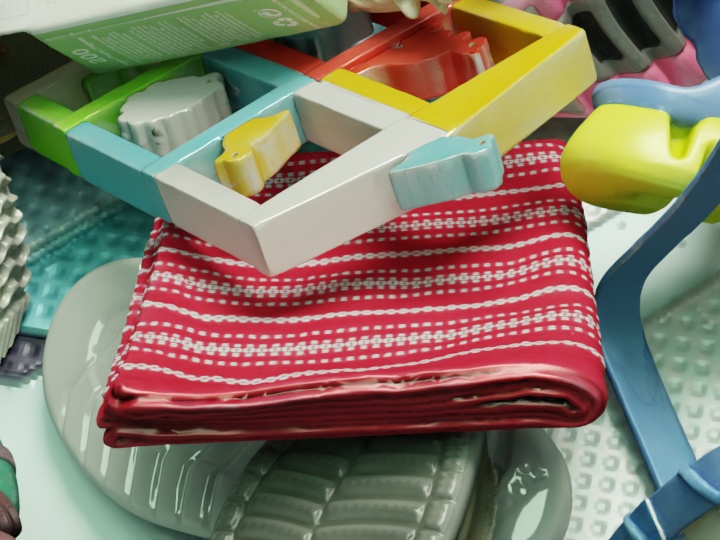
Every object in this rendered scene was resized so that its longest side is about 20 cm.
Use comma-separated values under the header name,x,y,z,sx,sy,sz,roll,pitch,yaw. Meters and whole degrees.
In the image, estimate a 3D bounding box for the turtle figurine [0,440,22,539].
name,x,y,z,sx,sy,sz,roll,pitch,yaw
turtle figurine,-0.119,0.119,0.736,0.200,0.101,0.150,17,78,4

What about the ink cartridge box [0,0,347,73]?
name,x,y,z,sx,sy,sz,roll,pitch,yaw
ink cartridge box,-0.100,-0.140,0.840,0.200,0.048,0.146,-9,71,28

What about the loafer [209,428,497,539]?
name,x,y,z,sx,sy,sz,roll,pitch,yaw
loafer,-0.009,0.120,0.691,0.075,0.070,0.200,6,59,29

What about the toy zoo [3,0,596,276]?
name,x,y,z,sx,sy,sz,roll,pitch,yaw
toy zoo,-0.016,-0.055,0.797,0.131,0.020,0.200,-32,32,-23

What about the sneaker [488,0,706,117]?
name,x,y,z,sx,sy,sz,roll,pitch,yaw
sneaker,0.110,-0.131,0.871,0.200,0.079,0.095,-37,40,-14

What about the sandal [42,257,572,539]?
name,x,y,z,sx,sy,sz,roll,pitch,yaw
sandal,-0.021,0.058,0.785,0.203,0.050,0.082,23,81,32

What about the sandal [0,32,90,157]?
name,x,y,z,sx,sy,sz,roll,pitch,yaw
sandal,-0.190,-0.090,0.889,0.200,0.054,0.080,16,64,17

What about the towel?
name,x,y,z,sx,sy,sz,roll,pitch,yaw
towel,0.000,0.000,0.760,0.145,0.022,0.200,-2,24,3

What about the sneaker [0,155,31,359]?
name,x,y,z,sx,sy,sz,roll,pitch,yaw
sneaker,-0.173,-0.058,0.798,0.099,0.200,0.070,9,30,22

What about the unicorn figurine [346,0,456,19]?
name,x,y,z,sx,sy,sz,roll,pitch,yaw
unicorn figurine,0.049,-0.163,0.828,0.200,0.137,0.074,-45,101,-23

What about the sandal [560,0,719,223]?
name,x,y,z,sx,sy,sz,roll,pitch,yaw
sandal,0.167,-0.052,0.776,0.200,0.079,0.087,10,81,-9

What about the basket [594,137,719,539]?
name,x,y,z,sx,sy,sz,roll,pitch,yaw
basket,0.128,0.063,0.695,0.139,0.176,0.200,-16,72,-18
